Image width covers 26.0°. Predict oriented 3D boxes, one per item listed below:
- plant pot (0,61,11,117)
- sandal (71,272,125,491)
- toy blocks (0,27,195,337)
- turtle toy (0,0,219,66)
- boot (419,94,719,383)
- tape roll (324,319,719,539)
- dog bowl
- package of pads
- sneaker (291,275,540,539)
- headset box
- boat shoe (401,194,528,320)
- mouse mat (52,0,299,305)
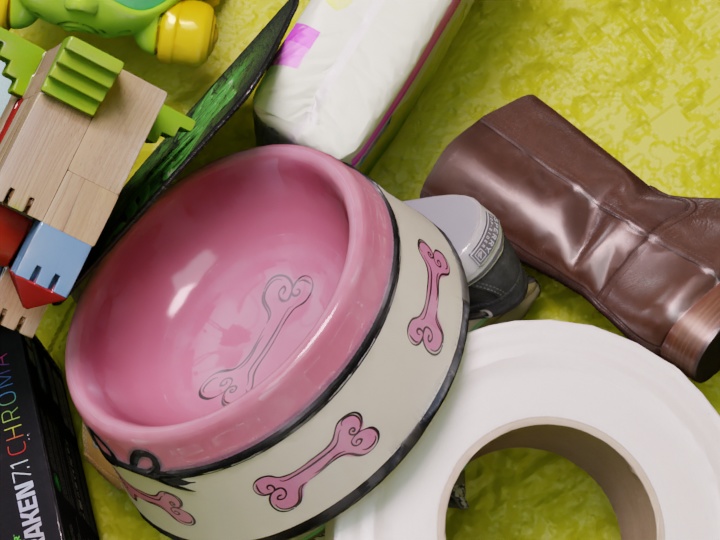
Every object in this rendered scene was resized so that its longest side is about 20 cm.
[{"bbox_3d":[-0.259,-0.078,0.882,0.200,0.141,0.141,14,77,1],"label":"plant pot"},{"bbox_3d":[-0.130,0.076,0.842,0.054,0.080,0.200,-21,65,-17],"label":"sandal"},{"bbox_3d":[-0.156,-0.032,0.741,0.100,0.200,0.137,27,86,-18],"label":"toy blocks"},{"bbox_3d":[-0.144,-0.202,0.897,0.146,0.101,0.200,9,36,-5],"label":"turtle toy"},{"bbox_3d":[0.155,-0.053,0.849,0.200,0.064,0.186,35,61,30],"label":"boot"},{"bbox_3d":[0.085,0.127,0.740,0.202,0.071,0.203,1,74,-5],"label":"tape roll"},{"bbox_3d":[-0.053,0.026,0.736,0.200,0.074,0.200,-20,45,22],"label":"dog bowl"},{"bbox_3d":[0.016,-0.138,0.844,0.068,0.155,0.200,31,83,2],"label":"package of pads"},{"bbox_3d":[0.034,0.085,0.835,0.200,0.077,0.089,-46,108,-12],"label":"sneaker"},{"bbox_3d":[-0.246,0.140,0.816,0.200,0.093,0.174,-18,61,-1],"label":"headset box"},{"bbox_3d":[0.000,0.000,0.829,0.200,0.057,0.069,1,55,45],"label":"boat shoe"},{"bbox_3d":[-0.090,-0.071,0.810,0.008,0.200,0.161,40,111,-13],"label":"mouse mat"}]
